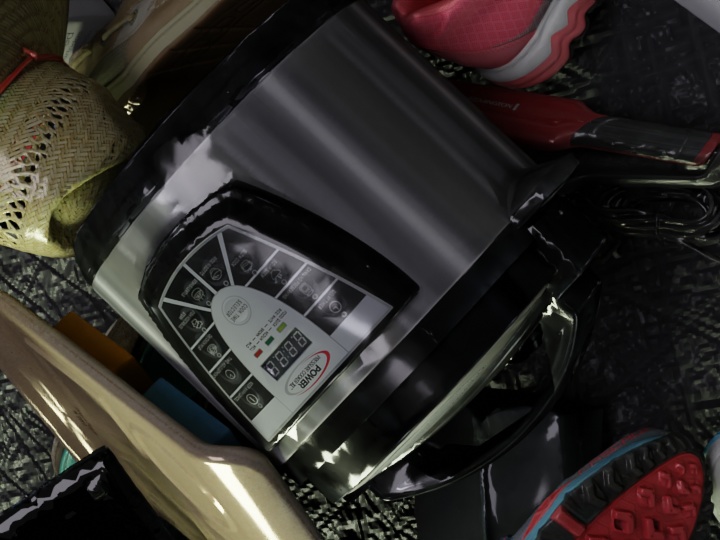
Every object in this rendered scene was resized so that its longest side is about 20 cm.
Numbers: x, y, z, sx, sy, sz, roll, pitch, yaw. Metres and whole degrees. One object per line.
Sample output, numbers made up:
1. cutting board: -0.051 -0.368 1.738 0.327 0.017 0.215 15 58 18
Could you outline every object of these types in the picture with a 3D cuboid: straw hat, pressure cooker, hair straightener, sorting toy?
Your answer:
1. straw hat: -0.143 -0.050 0.994 0.085 0.201 0.202 22 109 11
2. pressure cooker: 0.002 -0.002 0.942 0.200 0.176 0.179 44 77 0
3. hair straightener: 0.117 -0.040 0.988 0.199 0.041 0.077 7 132 27
4. sorting toy: -0.078 0.094 1.020 0.200 0.185 0.037 26 67 41

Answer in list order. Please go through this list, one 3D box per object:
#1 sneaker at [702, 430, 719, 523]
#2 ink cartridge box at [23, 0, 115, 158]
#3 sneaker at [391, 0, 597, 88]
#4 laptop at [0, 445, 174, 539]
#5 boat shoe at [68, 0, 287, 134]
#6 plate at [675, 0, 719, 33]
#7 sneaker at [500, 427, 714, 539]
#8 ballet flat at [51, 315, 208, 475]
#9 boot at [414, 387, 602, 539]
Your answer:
1. sneaker: 0.219 0.138 0.925 0.200 0.081 0.077 44 118 19
2. ink cartridge box: -0.238 -0.094 1.090 0.083 0.200 0.147 45 118 16
3. sneaker: 0.078 -0.171 0.943 0.074 0.086 0.201 48 122 47
4. laptop: -0.154 0.195 1.067 0.200 0.103 0.178 -34 103 3
5. boat shoe: -0.088 -0.118 1.054 0.200 0.072 0.065 -37 68 53
6. plate: 0.215 -0.163 0.908 0.200 0.032 0.200 42 117 19
7. sneaker: 0.063 0.135 0.955 0.200 0.079 0.096 -45 30 -4
8. ballet flat: -0.103 0.045 1.106 0.200 0.068 0.068 -49 35 48
9. boot: 0.034 0.154 1.045 0.164 0.066 0.201 2 102 22
